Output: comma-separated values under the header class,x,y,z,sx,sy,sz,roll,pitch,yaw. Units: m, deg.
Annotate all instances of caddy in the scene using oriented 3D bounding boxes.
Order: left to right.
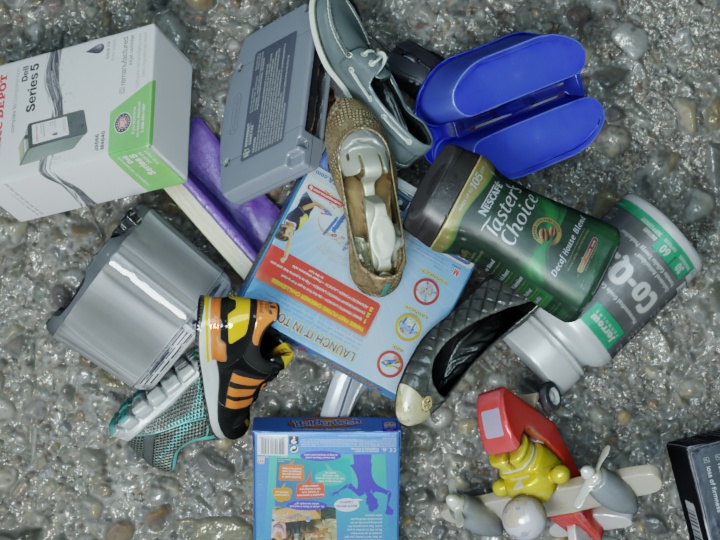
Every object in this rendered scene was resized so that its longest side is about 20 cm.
class,x,y,z,sx,sy,sz,roll,pitch,yaw
caddy,0.154,-0.168,1.756,0.200,0.105,0.142,-22,101,-18

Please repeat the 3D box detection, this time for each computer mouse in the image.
class,x,y,z,sx,sy,sz,roll,pitch,yaw
computer mouse,0.030,-0.241,1.782,0.200,0.034,0.059,39,68,-3

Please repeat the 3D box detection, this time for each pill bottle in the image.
class,x,y,z,sx,sy,sz,roll,pitch,yaw
pill bottle,0.246,0.027,1.746,0.200,0.113,0.113,-45,89,-3

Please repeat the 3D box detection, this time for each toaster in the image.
class,x,y,z,sx,sy,sz,roll,pitch,yaw
toaster,-0.218,0.027,1.708,0.129,0.114,0.200,37,131,-5

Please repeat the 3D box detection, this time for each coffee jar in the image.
class,x,y,z,sx,sy,sz,roll,pitch,yaw
coffee jar,0.146,-0.038,1.654,0.200,0.085,0.104,28,76,0

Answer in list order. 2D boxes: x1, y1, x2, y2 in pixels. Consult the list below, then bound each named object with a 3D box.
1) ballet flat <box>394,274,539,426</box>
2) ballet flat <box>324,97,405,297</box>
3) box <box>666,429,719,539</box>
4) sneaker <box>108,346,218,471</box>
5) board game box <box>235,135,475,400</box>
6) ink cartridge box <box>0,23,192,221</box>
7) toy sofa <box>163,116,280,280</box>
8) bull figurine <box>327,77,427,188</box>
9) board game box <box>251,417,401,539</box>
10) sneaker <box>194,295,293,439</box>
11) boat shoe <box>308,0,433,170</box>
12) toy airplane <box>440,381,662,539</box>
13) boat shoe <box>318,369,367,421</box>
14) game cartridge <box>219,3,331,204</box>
class,x,y,z,sx,sy,sz,roll,pitch,yaw
ballet flat,0.103,0.076,1.670,0.057,0.067,0.200,24,63,40
ballet flat,0.012,-0.075,1.647,0.070,0.065,0.200,-12,88,-15
box,0.441,0.251,1.733,0.196,0.124,0.200,-13,87,0
sneaker,-0.162,0.132,1.763,0.200,0.078,0.091,-37,105,1
board game box,0.000,0.000,1.701,0.200,0.056,0.196,29,79,-10
ink cartridge box,-0.277,-0.147,1.704,0.200,0.084,0.146,-12,61,20
toy sofa,-0.146,-0.068,1.757,0.098,0.083,0.200,-41,89,-2
bull figurine,0.008,-0.127,1.771,0.121,0.065,0.200,0,92,-7
board game box,-0.035,0.250,1.735,0.152,0.045,0.200,1,105,-2
sneaker,-0.108,0.100,1.650,0.090,0.200,0.070,-2,49,3
boat shoe,0.014,-0.198,1.702,0.062,0.073,0.200,-19,98,40
toy airplane,0.185,0.228,1.698,0.199,0.141,0.200,25,131,10
boat shoe,0.020,0.081,1.757,0.067,0.074,0.200,24,86,2
game cartridge,-0.087,-0.169,1.725,0.041,0.133,0.200,26,56,-33
